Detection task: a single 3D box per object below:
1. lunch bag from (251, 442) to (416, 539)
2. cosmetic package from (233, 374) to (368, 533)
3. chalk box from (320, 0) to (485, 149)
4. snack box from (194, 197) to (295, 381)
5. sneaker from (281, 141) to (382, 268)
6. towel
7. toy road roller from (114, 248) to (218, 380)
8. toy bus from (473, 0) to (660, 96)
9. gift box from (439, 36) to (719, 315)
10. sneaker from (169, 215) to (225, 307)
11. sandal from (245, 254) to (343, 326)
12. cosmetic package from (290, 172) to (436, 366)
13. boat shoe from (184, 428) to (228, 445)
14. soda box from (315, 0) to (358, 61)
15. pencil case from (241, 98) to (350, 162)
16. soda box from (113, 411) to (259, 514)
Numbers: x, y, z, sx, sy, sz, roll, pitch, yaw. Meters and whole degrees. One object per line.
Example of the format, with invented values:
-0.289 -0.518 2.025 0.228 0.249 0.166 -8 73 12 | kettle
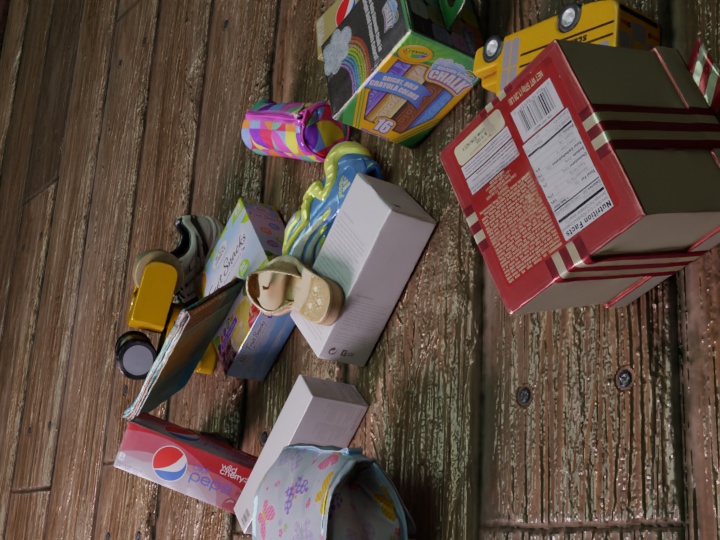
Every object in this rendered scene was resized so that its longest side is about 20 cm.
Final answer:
-0.030 0.284 1.083 0.169 0.126 0.202 -11 78 56 | lunch bag
-0.073 0.225 1.247 0.201 0.082 0.051 -63 33 17 | cosmetic package
0.063 -0.260 1.197 0.200 0.123 0.126 -41 45 39 | chalk box
-0.153 0.025 1.457 0.169 0.067 0.201 -60 35 24 | snack box
-0.032 -0.062 1.302 0.105 0.075 0.202 31 103 55 | sneaker
-0.235 0.105 1.385 0.022 0.147 0.201 36 117 8 | towel
-0.275 0.077 1.532 0.123 0.145 0.202 -166 89 -74 | toy road roller
0.197 -0.206 1.028 0.199 0.065 0.079 -11 70 54 | toy bus
0.201 -0.090 0.860 0.184 0.185 0.202 -36 64 46 | gift box
-0.273 0.011 1.622 0.075 0.087 0.202 2 81 54 | sneaker
-0.102 0.018 1.249 0.211 0.069 0.078 16 90 57 | sandal
0.000 0.000 1.233 0.201 0.071 0.102 -64 34 18 | cosmetic package
-0.221 0.261 1.466 0.200 0.071 0.073 126 143 -65 | boat shoe
0.024 -0.338 1.332 0.200 0.067 0.065 -33 52 45 | soda box
-0.092 -0.196 1.438 0.199 0.088 0.089 11 87 58 | pencil case
-0.207 0.249 1.329 0.070 0.198 0.064 -42 -28 -86 | soda box
